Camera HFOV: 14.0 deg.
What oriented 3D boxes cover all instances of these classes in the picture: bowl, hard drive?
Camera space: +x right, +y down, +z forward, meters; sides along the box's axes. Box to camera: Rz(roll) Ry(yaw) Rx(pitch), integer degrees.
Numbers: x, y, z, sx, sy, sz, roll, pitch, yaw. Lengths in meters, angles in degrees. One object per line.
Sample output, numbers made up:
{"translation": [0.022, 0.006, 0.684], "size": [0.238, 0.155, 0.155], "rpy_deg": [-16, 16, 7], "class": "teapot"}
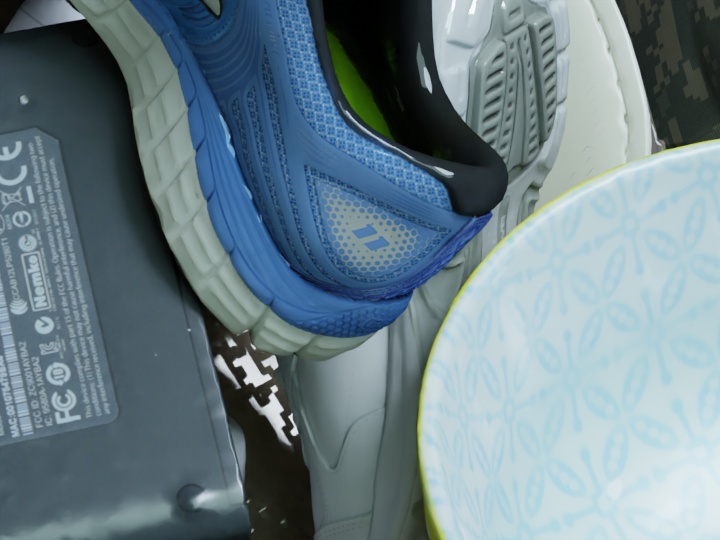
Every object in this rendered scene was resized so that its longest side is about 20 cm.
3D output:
{"translation": [0.112, 0.073, 0.720], "size": [0.199, 0.108, 0.201], "rpy_deg": [0, 47, 0], "class": "bowl"}
{"translation": [-0.137, 0.021, 0.681], "size": [0.199, 0.033, 0.140], "rpy_deg": [-11, 65, -8], "class": "hard drive"}

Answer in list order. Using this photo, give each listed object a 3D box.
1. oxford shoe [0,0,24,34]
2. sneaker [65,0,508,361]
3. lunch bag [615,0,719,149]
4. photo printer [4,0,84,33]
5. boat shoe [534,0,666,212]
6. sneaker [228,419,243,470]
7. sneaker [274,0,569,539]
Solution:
{"translation": [-0.054, -0.112, 0.772], "size": [0.084, 0.073, 0.200], "rpy_deg": [39, 62, -3], "class": "oxford shoe"}
{"translation": [-0.025, -0.085, 0.682], "size": [0.078, 0.089, 0.201], "rpy_deg": [-22, 82, -56], "class": "sneaker"}
{"translation": [0.180, -0.105, 0.910], "size": [0.199, 0.118, 0.165], "rpy_deg": [2, 67, -25], "class": "lunch bag"}
{"translation": [-0.046, -0.106, 0.852], "size": [0.166, 0.069, 0.201], "rpy_deg": [31, 62, -6], "class": "photo printer"}
{"translation": [0.063, 0.003, 0.830], "size": [0.059, 0.071, 0.201], "rpy_deg": [2, 77, -64], "class": "boat shoe"}
{"translation": [-0.086, 0.118, 0.742], "size": [0.072, 0.115, 0.201], "rpy_deg": [9, 31, 22], "class": "sneaker"}
{"translation": [0.000, 0.000, 0.774], "size": [0.099, 0.201, 0.078], "rpy_deg": [18, 26, 31], "class": "sneaker"}
